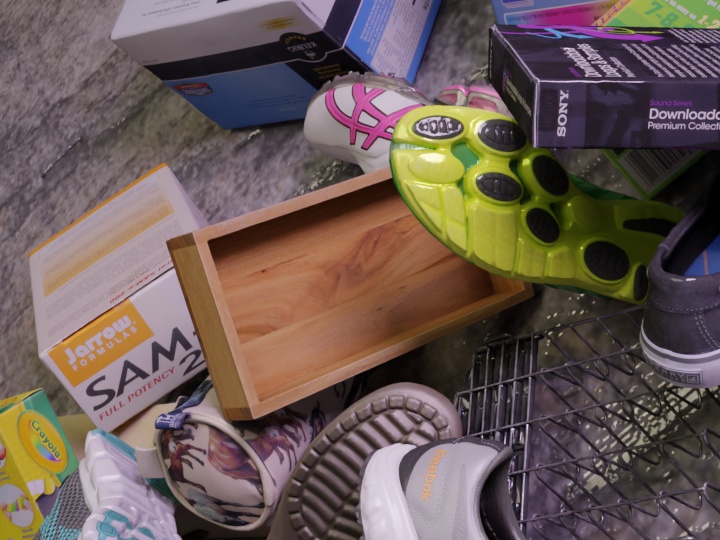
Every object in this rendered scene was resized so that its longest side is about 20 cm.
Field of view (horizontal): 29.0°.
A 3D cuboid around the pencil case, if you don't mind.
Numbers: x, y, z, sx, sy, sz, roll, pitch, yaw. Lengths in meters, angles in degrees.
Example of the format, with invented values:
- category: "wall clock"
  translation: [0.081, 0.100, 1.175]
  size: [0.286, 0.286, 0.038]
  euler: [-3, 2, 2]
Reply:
- category: "pencil case"
  translation: [-0.044, 0.057, 0.811]
  size: [0.089, 0.078, 0.200]
  euler: [18, 41, 19]

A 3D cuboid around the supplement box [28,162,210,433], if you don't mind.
- category: "supplement box"
  translation: [-0.152, 0.013, 0.946]
  size: [0.126, 0.074, 0.200]
  euler: [-34, 24, -1]

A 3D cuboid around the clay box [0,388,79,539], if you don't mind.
- category: "clay box"
  translation: [-0.216, 0.157, 0.880]
  size: [0.115, 0.200, 0.048]
  euler: [-17, 10, 40]

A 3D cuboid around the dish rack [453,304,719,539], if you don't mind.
- category: "dish rack"
  translation: [0.130, 0.088, 0.699]
  size: [0.200, 0.055, 0.154]
  euler: [-18, 50, 37]

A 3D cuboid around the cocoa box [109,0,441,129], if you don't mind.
- category: "cocoa box"
  translation: [-0.056, -0.197, 1.016]
  size: [0.200, 0.131, 0.134]
  euler: [-2, 61, 43]

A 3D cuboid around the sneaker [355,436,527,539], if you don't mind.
- category: "sneaker"
  translation: [0.059, 0.173, 0.645]
  size: [0.079, 0.074, 0.201]
  euler: [-18, 82, 22]

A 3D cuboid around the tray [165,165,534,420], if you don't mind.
- category: "tray"
  translation: [0.000, 0.000, 0.761]
  size: [0.037, 0.200, 0.099]
  euler: [-12, 98, 55]

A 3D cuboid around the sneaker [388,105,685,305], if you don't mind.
- category: "sneaker"
  translation: [0.084, -0.025, 0.712]
  size: [0.083, 0.200, 0.074]
  euler: [8, 78, 53]

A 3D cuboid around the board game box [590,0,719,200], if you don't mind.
- category: "board game box"
  translation: [0.202, -0.137, 0.754]
  size: [0.200, 0.096, 0.030]
  euler: [-40, 16, 17]

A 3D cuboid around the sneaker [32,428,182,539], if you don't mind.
- category: "sneaker"
  translation: [-0.142, 0.166, 0.749]
  size: [0.091, 0.078, 0.200]
  euler: [-50, 17, 6]

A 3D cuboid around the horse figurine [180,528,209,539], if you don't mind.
- category: "horse figurine"
  translation: [-0.115, 0.235, 0.764]
  size: [0.132, 0.050, 0.201]
  euler: [-18, 55, 56]

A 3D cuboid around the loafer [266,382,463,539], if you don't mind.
- category: "loafer"
  translation: [-0.009, 0.138, 0.751]
  size: [0.076, 0.067, 0.200]
  euler: [37, 109, 8]

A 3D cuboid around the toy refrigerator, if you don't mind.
- category: "toy refrigerator"
  translation: [-0.136, 0.130, 0.906]
  size: [0.200, 0.076, 0.070]
  euler: [-10, 56, 40]

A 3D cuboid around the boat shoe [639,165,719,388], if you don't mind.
- category: "boat shoe"
  translation: [0.187, -0.028, 0.653]
  size: [0.070, 0.066, 0.200]
  euler: [18, 44, 37]

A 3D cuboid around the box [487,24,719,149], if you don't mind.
- category: "box"
  translation: [0.168, -0.089, 0.665]
  size: [0.143, 0.199, 0.036]
  euler: [-97, 10, -71]

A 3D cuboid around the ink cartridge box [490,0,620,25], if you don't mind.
- category: "ink cartridge box"
  translation: [0.130, -0.230, 0.807]
  size: [0.136, 0.201, 0.076]
  euler: [0, 25, 44]

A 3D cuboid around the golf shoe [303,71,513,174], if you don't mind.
- category: "golf shoe"
  translation: [0.026, -0.076, 0.897]
  size: [0.200, 0.073, 0.092]
  euler: [12, 73, 47]
